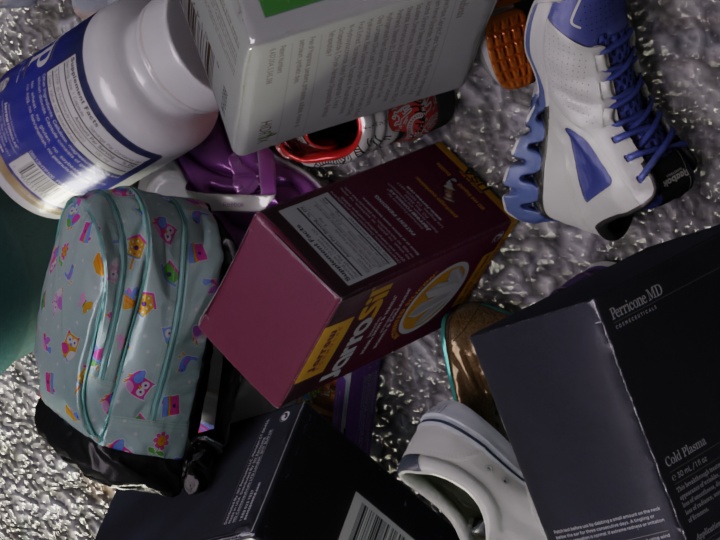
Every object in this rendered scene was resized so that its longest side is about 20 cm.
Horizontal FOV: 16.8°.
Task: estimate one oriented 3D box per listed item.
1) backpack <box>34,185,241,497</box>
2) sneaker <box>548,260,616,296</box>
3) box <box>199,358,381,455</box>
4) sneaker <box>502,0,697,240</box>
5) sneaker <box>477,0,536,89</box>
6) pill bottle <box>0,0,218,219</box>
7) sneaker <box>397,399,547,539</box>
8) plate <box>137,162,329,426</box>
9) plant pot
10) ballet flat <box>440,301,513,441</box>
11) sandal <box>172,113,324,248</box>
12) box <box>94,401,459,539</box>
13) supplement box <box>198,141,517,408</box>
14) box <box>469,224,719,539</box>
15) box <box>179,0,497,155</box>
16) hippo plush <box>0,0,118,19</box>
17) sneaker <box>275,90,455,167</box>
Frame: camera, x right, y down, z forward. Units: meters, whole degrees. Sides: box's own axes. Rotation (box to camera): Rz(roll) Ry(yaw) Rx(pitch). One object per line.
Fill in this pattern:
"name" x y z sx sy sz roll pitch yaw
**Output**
"backpack" -0.161 0.042 1.719 0.167 0.126 0.201 30 110 54
"sneaker" 0.146 0.099 1.630 0.076 0.087 0.201 8 112 39
"box" -0.075 0.076 1.851 0.200 0.039 0.137 25 121 32
"sneaker" 0.165 -0.101 1.553 0.115 0.080 0.200 26 129 27
"sneaker" 0.087 -0.219 1.586 0.092 0.075 0.201 34 136 58
"pill bottle" -0.172 -0.126 1.752 0.200 0.120 0.120 -27 88 37
"sneaker" 0.107 0.177 1.644 0.200 0.071 0.073 39 151 1
"plate" -0.114 0.010 1.812 0.199 0.032 0.201 21 96 33
"plant pot" -0.282 -0.014 1.889 0.200 0.196 0.201 16 116 37
"ballet flat" 0.103 0.119 1.704 0.072 0.068 0.201 -1 102 22
"sandal" -0.092 -0.066 1.760 0.082 0.050 0.203 -47 53 -1
"box" -0.058 0.212 1.775 0.198 0.124 0.200 -19 129 43
"supplement box" 0.000 0.000 1.643 0.086 0.200 0.111 45 130 18
"box" 0.191 0.083 1.479 0.104 0.200 0.183 -18 94 44
"box" -0.028 -0.213 1.538 0.200 0.171 0.200 111 140 -72
"hippo plush" -0.202 -0.242 1.756 0.159 0.161 0.200 51 132 15
"sneaker" -0.042 -0.118 1.700 0.201 0.108 0.068 8 112 39
